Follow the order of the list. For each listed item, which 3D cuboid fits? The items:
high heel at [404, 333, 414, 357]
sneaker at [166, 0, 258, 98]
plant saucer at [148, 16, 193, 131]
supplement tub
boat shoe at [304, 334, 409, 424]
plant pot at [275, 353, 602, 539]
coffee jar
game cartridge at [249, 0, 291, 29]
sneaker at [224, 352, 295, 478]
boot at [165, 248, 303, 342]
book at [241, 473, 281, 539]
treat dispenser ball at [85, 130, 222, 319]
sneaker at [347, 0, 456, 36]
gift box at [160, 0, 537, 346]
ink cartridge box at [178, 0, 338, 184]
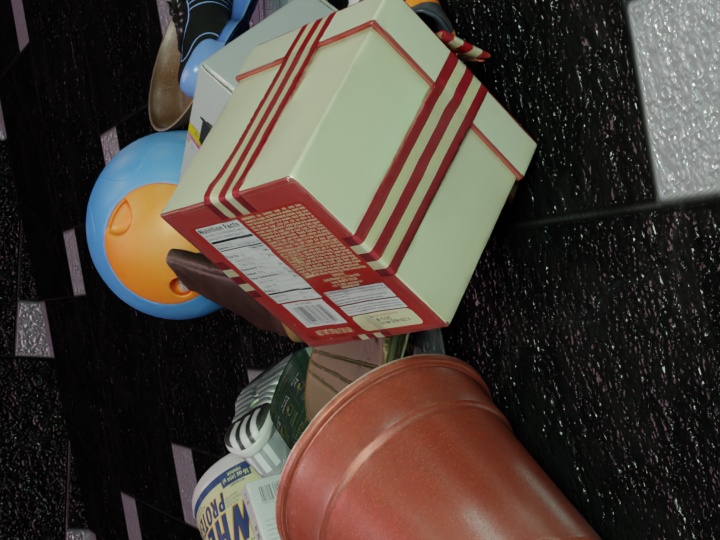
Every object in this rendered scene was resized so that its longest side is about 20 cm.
[{"bbox_3d":[0.000,0.000,1.295,0.200,0.071,0.144,-116,18,-56],"label":"high heel"},{"bbox_3d":[-0.143,-0.227,1.335,0.201,0.077,0.071,-74,2,-47],"label":"sneaker"},{"bbox_3d":[-0.168,-0.238,1.588,0.200,0.036,0.202,-43,36,43],"label":"plant saucer"},{"bbox_3d":[-0.083,0.296,1.551,0.146,0.144,0.201,102,150,-45],"label":"supplement tub"},{"bbox_3d":[0.012,0.046,1.225,0.073,0.063,0.203,23,105,30],"label":"boat shoe"},{"bbox_3d":[0.071,0.197,1.072,0.195,0.199,0.203,43,139,45],"label":"plant pot"},{"bbox_3d":[-0.009,0.164,1.372,0.200,0.085,0.105,56,131,47],"label":"coffee jar"},{"bbox_3d":[-0.076,-0.286,1.417,0.133,0.041,0.202,36,133,56],"label":"game cartridge"},{"bbox_3d":[-0.075,0.172,1.534,0.116,0.075,0.200,55,-159,-12],"label":"sneaker"},{"bbox_3d":[-0.113,0.016,1.411,0.200,0.165,0.073,58,-129,-73],"label":"boot"},{"bbox_3d":[-0.020,0.280,1.398,0.048,0.132,0.202,115,140,-58],"label":"book"},{"bbox_3d":[-0.194,-0.048,1.600,0.201,0.199,0.203,170,90,-69],"label":"treat dispenser ball"},{"bbox_3d":[0.020,-0.143,1.175,0.201,0.077,0.113,104,149,-47],"label":"sneaker"},{"bbox_3d":[0.001,-0.064,1.046,0.184,0.188,0.200,-6,139,47],"label":"gift box"},{"bbox_3d":[-0.079,-0.128,1.321,0.083,0.146,0.201,40,145,15],"label":"ink cartridge box"}]
